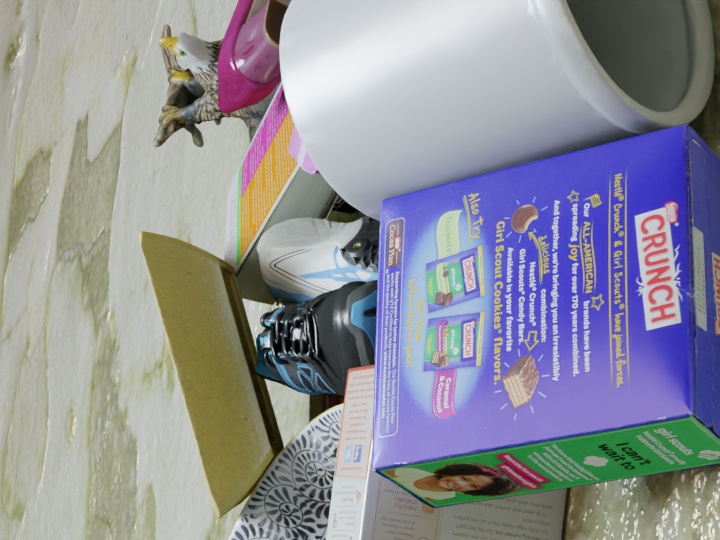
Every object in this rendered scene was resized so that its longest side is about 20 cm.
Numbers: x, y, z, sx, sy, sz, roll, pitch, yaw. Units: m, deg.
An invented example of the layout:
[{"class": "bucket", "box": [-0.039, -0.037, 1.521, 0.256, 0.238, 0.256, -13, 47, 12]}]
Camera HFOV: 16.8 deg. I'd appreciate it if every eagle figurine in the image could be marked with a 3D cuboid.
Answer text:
[{"class": "eagle figurine", "box": [-0.093, -0.172, 1.968, 0.199, 0.151, 0.153, -31, 85, 37]}]

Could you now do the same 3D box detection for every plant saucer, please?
[{"class": "plant saucer", "box": [-0.099, 0.068, 1.733, 0.200, 0.048, 0.202, 52, -157, -87]}]

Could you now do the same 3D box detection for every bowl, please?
[{"class": "bowl", "box": [-0.008, 0.197, 1.607, 0.201, 0.094, 0.202, -45, 26, 29]}]

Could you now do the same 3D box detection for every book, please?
[{"class": "book", "box": [-0.047, -0.092, 1.816, 0.134, 0.048, 0.201, -98, 30, -47]}]

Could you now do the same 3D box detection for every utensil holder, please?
[{"class": "utensil holder", "box": [0.075, -0.131, 1.407, 0.199, 0.169, 0.171, -21, 57, 35]}]

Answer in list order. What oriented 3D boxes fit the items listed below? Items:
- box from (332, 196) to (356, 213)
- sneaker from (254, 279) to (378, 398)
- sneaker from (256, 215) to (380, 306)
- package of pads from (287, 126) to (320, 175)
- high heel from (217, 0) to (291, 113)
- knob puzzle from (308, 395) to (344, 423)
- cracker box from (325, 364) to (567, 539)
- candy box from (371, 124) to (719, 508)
[{"class": "box", "box": [0.009, -0.165, 1.830, 0.160, 0.044, 0.202, 139, 137, -58]}, {"class": "sneaker", "box": [-0.026, 0.052, 1.621, 0.200, 0.081, 0.074, 118, 156, -75]}, {"class": "sneaker", "box": [0.000, 0.000, 1.683, 0.199, 0.072, 0.073, 2, 122, 57]}, {"class": "package of pads", "box": [0.035, -0.153, 1.661, 0.076, 0.120, 0.202, 37, 114, 59]}, {"class": "high heel", "box": [-0.066, -0.211, 1.842, 0.096, 0.067, 0.201, -44, 19, 46]}, {"class": "knob puzzle", "box": [0.019, 0.067, 1.712, 0.219, 0.030, 0.222, -38, 47, 56]}, {"class": "cracker box", "box": [0.049, 0.166, 1.462, 0.058, 0.133, 0.202, 166, 114, -65]}, {"class": "candy box", "box": [0.109, 0.029, 1.348, 0.199, 0.077, 0.171, -13, 62, 32]}]
